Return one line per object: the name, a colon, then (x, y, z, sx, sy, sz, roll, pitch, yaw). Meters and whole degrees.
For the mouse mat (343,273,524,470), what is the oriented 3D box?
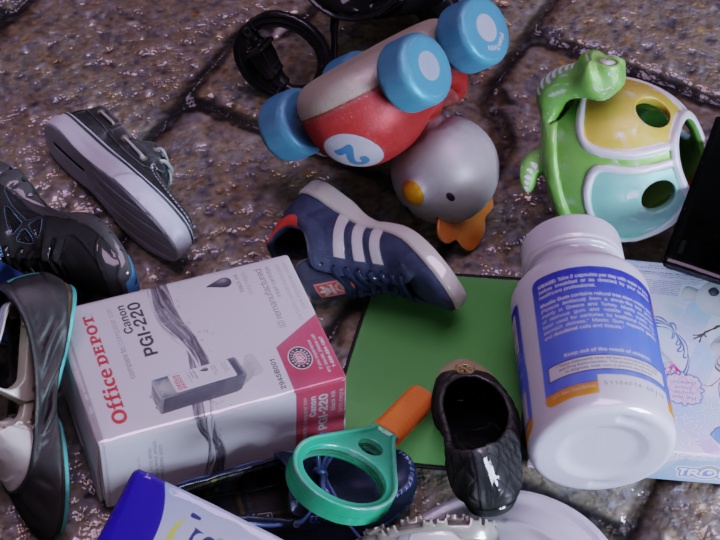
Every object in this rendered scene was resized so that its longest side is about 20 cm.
mouse mat: (0.064, 0.078, 1.375, 0.160, 0.008, 0.201, 4, 51, 18)

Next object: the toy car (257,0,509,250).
toy car: (0.051, -0.101, 1.458, 0.177, 0.184, 0.201, -37, 103, -44)

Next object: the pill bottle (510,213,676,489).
pill bottle: (0.174, 0.057, 1.306, 0.111, 0.112, 0.201, 1, 50, -4)

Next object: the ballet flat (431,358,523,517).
ballet flat: (0.089, 0.112, 1.265, 0.066, 0.057, 0.200, -6, 24, -1)

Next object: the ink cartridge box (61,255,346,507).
ink cartridge box: (-0.127, 0.083, 1.328, 0.199, 0.085, 0.146, -15, 49, -15)

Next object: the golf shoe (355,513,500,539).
golf shoe: (0.010, 0.231, 1.205, 0.199, 0.078, 0.098, -18, 73, 13)

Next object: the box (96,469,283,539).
box: (-0.097, 0.261, 1.120, 0.199, 0.105, 0.184, 24, 76, 15)

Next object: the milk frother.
milk frother: (-0.007, -0.261, 1.618, 0.199, 0.181, 0.188, -10, 6, 23)

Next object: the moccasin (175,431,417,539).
moccasin: (-0.051, 0.172, 1.264, 0.199, 0.068, 0.081, -16, 51, -14)

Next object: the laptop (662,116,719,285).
laptop: (0.364, -0.004, 1.432, 0.199, 0.116, 0.188, 18, 50, 12)

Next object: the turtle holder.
turtle holder: (0.221, -0.112, 1.457, 0.131, 0.186, 0.141, -1, 23, 33)

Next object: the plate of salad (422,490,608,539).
plate of salad: (0.098, 0.254, 1.221, 0.199, 0.048, 0.201, -8, 58, 13)

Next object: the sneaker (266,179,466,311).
sneaker: (0.000, 0.000, 1.416, 0.085, 0.075, 0.200, -45, 46, -16)

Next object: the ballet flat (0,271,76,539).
ballet flat: (-0.254, 0.101, 1.267, 0.068, 0.068, 0.201, 6, 79, -34)

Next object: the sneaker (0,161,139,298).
sneaker: (-0.268, -0.016, 1.419, 0.200, 0.073, 0.082, 27, 55, 31)

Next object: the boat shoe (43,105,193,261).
boat shoe: (-0.198, -0.088, 1.479, 0.071, 0.072, 0.200, -32, 57, -24)

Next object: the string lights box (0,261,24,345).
string lights box: (-0.323, 0.013, 1.299, 0.102, 0.200, 0.059, 12, 82, 4)

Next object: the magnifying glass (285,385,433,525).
magnifying glass: (0.009, 0.130, 1.256, 0.079, 0.022, 0.200, 30, 26, 12)

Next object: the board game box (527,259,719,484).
board game box: (0.236, 0.079, 1.394, 0.199, 0.043, 0.200, 5, 48, 0)
